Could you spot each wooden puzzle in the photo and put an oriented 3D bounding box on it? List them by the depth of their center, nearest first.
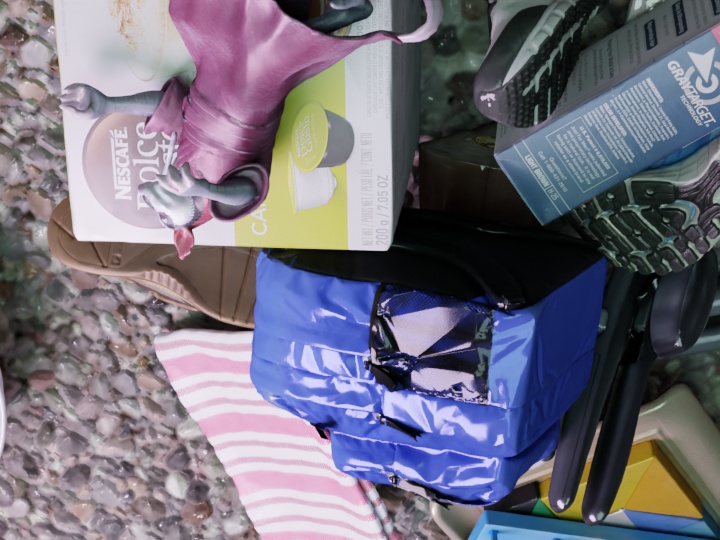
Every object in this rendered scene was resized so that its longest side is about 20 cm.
[{"bbox_3d":[0.175,0.175,1.276,0.200,0.037,0.185,-27,132,16],"label":"wooden puzzle"}]

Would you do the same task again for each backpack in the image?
[{"bbox_3d":[0.029,0.048,1.121,0.200,0.162,0.168,13,103,21],"label":"backpack"}]

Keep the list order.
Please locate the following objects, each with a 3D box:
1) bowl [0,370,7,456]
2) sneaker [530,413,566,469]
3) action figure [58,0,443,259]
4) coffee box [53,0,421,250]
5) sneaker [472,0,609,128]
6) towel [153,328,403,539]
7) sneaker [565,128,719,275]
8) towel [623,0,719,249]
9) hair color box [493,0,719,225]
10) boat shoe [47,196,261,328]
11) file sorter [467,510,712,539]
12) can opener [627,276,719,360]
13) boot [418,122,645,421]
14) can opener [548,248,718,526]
[{"bbox_3d":[-0.342,0.079,1.305,0.201,0.090,0.201,3,114,6],"label":"bowl"},{"bbox_3d":[0.050,0.110,1.226,0.200,0.071,0.073,-15,109,30],"label":"sneaker"},{"bbox_3d":[-0.068,-0.095,0.985,0.149,0.134,0.200,-10,136,-34],"label":"action figure"},{"bbox_3d":[-0.068,-0.141,1.109,0.198,0.200,0.200,2,114,6],"label":"coffee box"},{"bbox_3d":[0.101,-0.160,1.093,0.080,0.200,0.074,18,137,13],"label":"sneaker"},{"bbox_3d":[-0.061,0.127,1.280,0.146,0.030,0.200,-5,120,50],"label":"towel"},{"bbox_3d":[0.219,-0.062,1.141,0.200,0.090,0.078,-21,117,38],"label":"sneaker"},{"bbox_3d":[0.227,-0.109,1.177,0.132,0.034,0.200,12,115,3],"label":"towel"},{"bbox_3d":[0.182,-0.115,1.106,0.200,0.100,0.061,-30,109,19],"label":"hair color box"},{"bbox_3d":[-0.115,-0.006,1.252,0.200,0.072,0.072,13,87,5],"label":"boat shoe"},{"bbox_3d":[0.165,0.269,1.265,0.200,0.123,0.139,9,136,-13],"label":"file sorter"},{"bbox_3d":[0.276,0.027,1.220,0.200,0.066,0.053,-9,113,17],"label":"can opener"},{"bbox_3d":[0.120,0.004,1.229,0.186,0.064,0.200,10,113,3],"label":"boot"},{"bbox_3d":[0.167,0.068,1.173,0.063,0.079,0.200,28,77,-12],"label":"can opener"}]
